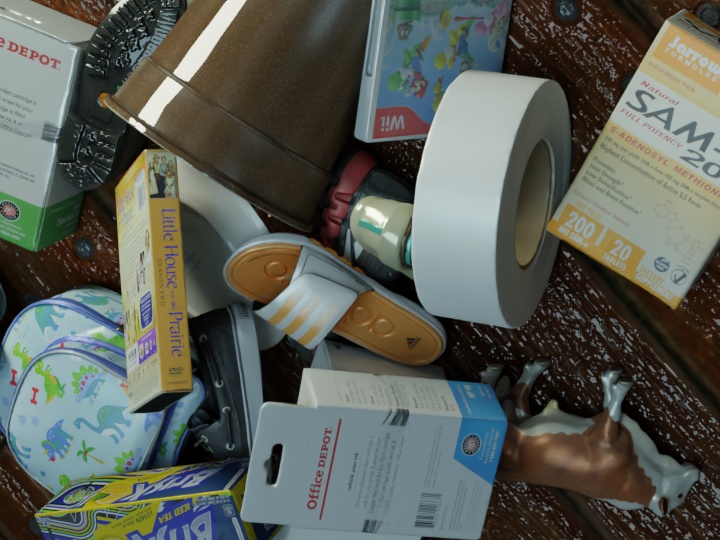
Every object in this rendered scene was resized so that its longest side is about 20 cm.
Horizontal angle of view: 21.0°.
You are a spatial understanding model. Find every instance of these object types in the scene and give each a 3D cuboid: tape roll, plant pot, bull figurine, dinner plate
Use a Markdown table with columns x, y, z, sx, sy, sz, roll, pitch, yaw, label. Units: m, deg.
| x | y | z | sx | sy | sz | roll | pitch | yaw | label |
| --- | --- | --- | --- | --- | --- | --- | --- | --- | --- |
| 0.107 | -0.057 | 1.540 | 0.071 | 0.202 | 0.203 | 9 | 107 | 20 | tape roll |
| -0.071 | -0.166 | 1.580 | 0.200 | 0.200 | 0.198 | 35 | 94 | 11 | plant pot |
| 0.186 | 0.142 | 1.636 | 0.200 | 0.065 | 0.121 | 5 | 102 | 19 | bull figurine |
| -0.139 | -0.011 | 1.701 | 0.200 | 0.024 | 0.200 | 30 | 138 | 32 | dinner plate |

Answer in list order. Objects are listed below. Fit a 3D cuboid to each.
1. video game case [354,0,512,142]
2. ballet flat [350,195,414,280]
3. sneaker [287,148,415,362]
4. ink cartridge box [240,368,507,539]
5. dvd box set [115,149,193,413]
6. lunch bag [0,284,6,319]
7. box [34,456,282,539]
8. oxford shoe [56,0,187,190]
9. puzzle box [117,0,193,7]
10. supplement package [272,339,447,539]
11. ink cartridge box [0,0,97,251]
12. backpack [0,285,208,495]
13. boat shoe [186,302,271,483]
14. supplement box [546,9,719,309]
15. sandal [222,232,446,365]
| x | y | z | sx | sy | sz | roll | pitch | yaw | label |
| --- | --- | --- | --- | --- | --- | --- | --- | --- | --- |
| 0.066 | -0.204 | 1.553 | 0.017 | 0.143 | 0.200 | 27 | 116 | 44 | video game case |
| 0.042 | -0.025 | 1.576 | 0.069 | 0.200 | 0.070 | -3 | 80 | 18 | ballet flat |
| 0.000 | 0.000 | 1.670 | 0.098 | 0.071 | 0.200 | 23 | 113 | 13 | sneaker |
| 0.006 | 0.146 | 1.556 | 0.200 | 0.067 | 0.116 | 6 | 115 | -13 | ink cartridge box |
| -0.173 | 0.012 | 1.612 | 0.029 | 0.146 | 0.200 | -2 | 79 | -18 | dvd box set |
| -0.418 | 0.065 | 1.813 | 0.127 | 0.200 | 0.170 | 26 | 117 | -28 | lunch bag |
| -0.171 | 0.211 | 1.645 | 0.200 | 0.064 | 0.070 | -10 | 109 | 26 | box |
| -0.200 | -0.169 | 1.702 | 0.073 | 0.084 | 0.200 | 35 | 112 | 13 | oxford shoe |
| -0.180 | -0.293 | 1.692 | 0.200 | 0.025 | 0.133 | 21 | 111 | 16 | puzzle box |
| -0.004 | 0.179 | 1.674 | 0.117 | 0.117 | 0.200 | 14 | 112 | -14 | supplement package |
| -0.315 | -0.140 | 1.756 | 0.146 | 0.084 | 0.200 | 23 | 112 | 16 | ink cartridge box |
| -0.237 | 0.116 | 1.759 | 0.200 | 0.147 | 0.183 | 31 | 112 | 15 | backpack |
| -0.118 | 0.125 | 1.678 | 0.066 | 0.070 | 0.200 | -9 | 117 | -14 | boat shoe |
| 0.253 | -0.088 | 1.538 | 0.126 | 0.074 | 0.200 | 32 | 114 | 11 | supplement box |
| -0.017 | 0.036 | 1.618 | 0.207 | 0.059 | 0.079 | 25 | 125 | -17 | sandal |
